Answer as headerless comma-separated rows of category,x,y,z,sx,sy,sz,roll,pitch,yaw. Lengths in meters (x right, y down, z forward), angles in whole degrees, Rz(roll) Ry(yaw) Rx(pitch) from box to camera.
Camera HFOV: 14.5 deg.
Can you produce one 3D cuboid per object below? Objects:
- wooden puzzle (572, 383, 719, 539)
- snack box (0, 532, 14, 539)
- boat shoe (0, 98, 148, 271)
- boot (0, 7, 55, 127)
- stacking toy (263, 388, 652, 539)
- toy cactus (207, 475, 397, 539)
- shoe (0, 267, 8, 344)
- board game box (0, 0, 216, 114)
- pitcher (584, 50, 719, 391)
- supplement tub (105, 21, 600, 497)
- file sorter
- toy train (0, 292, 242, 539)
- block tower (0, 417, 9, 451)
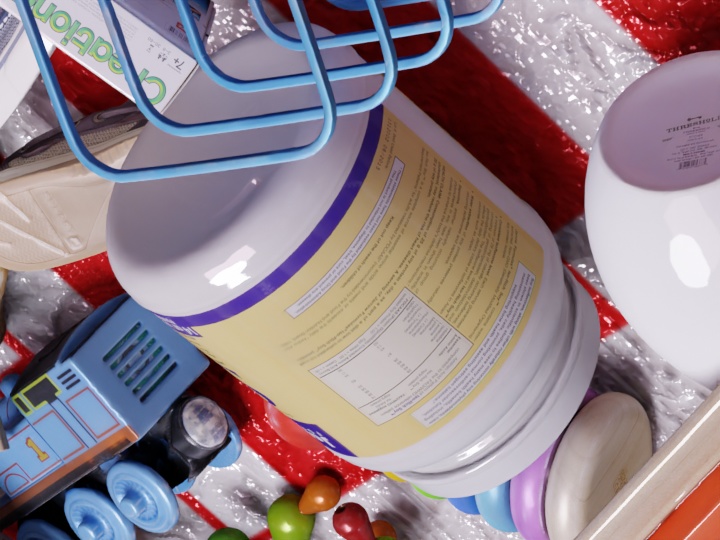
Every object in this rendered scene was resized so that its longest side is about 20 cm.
wooden puzzle,0.204,0.094,1.215,0.184,0.037,0.200,12,137,-33
snack box,-0.198,0.189,1.585,0.142,0.053,0.200,31,179,-10
boat shoe,-0.097,-0.054,1.363,0.199,0.065,0.072,-15,128,20
boot,-0.197,-0.114,1.360,0.090,0.073,0.200,34,141,-9
stacking toy,0.041,0.078,1.405,0.199,0.085,0.086,16,138,29
toy cactus,-0.019,0.198,1.555,0.165,0.102,0.200,38,132,-21
shoe,-0.221,0.011,1.480,0.070,0.054,0.200,22,154,12
board game box,-0.153,-0.148,1.214,0.200,0.126,0.035,35,103,-8
pitcher,0.194,-0.003,1.201,0.171,0.122,0.200,-15,134,18
supplement tub,0.000,0.000,1.269,0.145,0.146,0.200,-15,137,41
file sorter,-0.028,-0.131,1.115,0.138,0.200,0.123,-6,111,36
toy train,-0.147,0.094,1.533,0.114,0.087,0.200,50,140,-6
block tower,-0.288,0.095,1.471,0.054,0.199,0.058,139,114,-87
